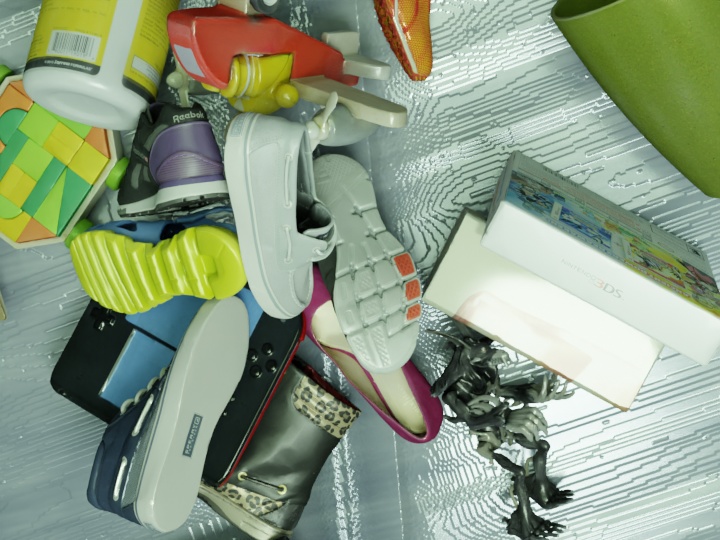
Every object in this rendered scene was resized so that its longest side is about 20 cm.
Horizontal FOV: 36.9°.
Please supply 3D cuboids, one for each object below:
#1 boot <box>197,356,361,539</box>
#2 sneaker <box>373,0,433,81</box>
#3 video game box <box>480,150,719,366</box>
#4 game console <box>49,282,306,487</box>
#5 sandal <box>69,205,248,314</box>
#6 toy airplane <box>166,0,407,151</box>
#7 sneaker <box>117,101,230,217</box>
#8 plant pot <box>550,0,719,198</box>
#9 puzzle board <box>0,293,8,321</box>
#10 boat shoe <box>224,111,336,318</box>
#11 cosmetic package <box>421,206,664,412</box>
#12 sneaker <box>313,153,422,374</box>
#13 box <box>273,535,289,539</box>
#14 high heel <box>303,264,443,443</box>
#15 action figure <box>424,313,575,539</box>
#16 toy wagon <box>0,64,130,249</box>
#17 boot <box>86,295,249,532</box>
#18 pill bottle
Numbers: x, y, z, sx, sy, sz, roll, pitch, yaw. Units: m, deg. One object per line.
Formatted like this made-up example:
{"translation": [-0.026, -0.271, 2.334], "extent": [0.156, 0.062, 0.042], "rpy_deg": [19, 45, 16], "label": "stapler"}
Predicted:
{"translation": [-0.110, 0.137, 0.982], "extent": [0.199, 0.073, 0.151], "rpy_deg": [36, 93, 7], "label": "boot"}
{"translation": [0.043, -0.267, 0.936], "extent": [0.076, 0.073, 0.203], "rpy_deg": [-11, 97, -5], "label": "sneaker"}
{"translation": [0.199, -0.017, 0.889], "extent": [0.198, 0.182, 0.047], "rpy_deg": [29, 109, 2], "label": "video game box"}
{"translation": [-0.160, 0.068, 0.956], "extent": [0.198, 0.031, 0.178], "rpy_deg": [26, 79, 19], "label": "game console"}
{"translation": [-0.164, -0.014, 0.934], "extent": [0.197, 0.087, 0.081], "rpy_deg": [0, 115, 27], "label": "sandal"}
{"translation": [-0.068, -0.153, 0.893], "extent": [0.196, 0.200, 0.143], "rpy_deg": [19, 94, -11], "label": "toy airplane"}
{"translation": [-0.161, -0.095, 0.914], "extent": [0.075, 0.199, 0.089], "rpy_deg": [-10, 92, -27], "label": "sneaker"}
{"translation": [0.283, -0.169, 0.887], "extent": [0.186, 0.187, 0.201], "rpy_deg": [-31, 107, 6], "label": "plant pot"}
{"translation": [-0.432, -0.006, 1.003], "extent": [0.197, 0.017, 0.153], "rpy_deg": [-14, 99, 17], "label": "puzzle board"}
{"translation": [-0.054, -0.038, 0.852], "extent": [0.067, 0.072, 0.202], "rpy_deg": [6, 130, 15], "label": "boat shoe"}
{"translation": [0.157, 0.031, 0.937], "extent": [0.198, 0.103, 0.088], "rpy_deg": [29, 98, 2], "label": "cosmetic package"}
{"translation": [0.000, 0.000, 0.938], "extent": [0.076, 0.082, 0.203], "rpy_deg": [-10, 67, -13], "label": "sneaker"}
{"translation": [-0.128, 0.341, 0.970], "extent": [0.197, 0.079, 0.142], "rpy_deg": [-21, 128, 6], "label": "box"}
{"translation": [-0.003, 0.072, 0.955], "extent": [0.067, 0.096, 0.201], "rpy_deg": [-39, 92, 7], "label": "high heel"}
{"translation": [0.132, 0.126, 0.943], "extent": [0.101, 0.119, 0.202], "rpy_deg": [-18, 102, 35], "label": "action figure"}
{"translation": [-0.283, -0.122, 0.987], "extent": [0.154, 0.040, 0.201], "rpy_deg": [36, 97, 0], "label": "toy wagon"}
{"translation": [-0.165, 0.110, 0.903], "extent": [0.089, 0.073, 0.203], "rpy_deg": [6, 67, 35], "label": "boot"}
{"translation": [-0.212, -0.232, 0.924], "extent": [0.110, 0.112, 0.203], "rpy_deg": [11, 79, 3], "label": "pill bottle"}
